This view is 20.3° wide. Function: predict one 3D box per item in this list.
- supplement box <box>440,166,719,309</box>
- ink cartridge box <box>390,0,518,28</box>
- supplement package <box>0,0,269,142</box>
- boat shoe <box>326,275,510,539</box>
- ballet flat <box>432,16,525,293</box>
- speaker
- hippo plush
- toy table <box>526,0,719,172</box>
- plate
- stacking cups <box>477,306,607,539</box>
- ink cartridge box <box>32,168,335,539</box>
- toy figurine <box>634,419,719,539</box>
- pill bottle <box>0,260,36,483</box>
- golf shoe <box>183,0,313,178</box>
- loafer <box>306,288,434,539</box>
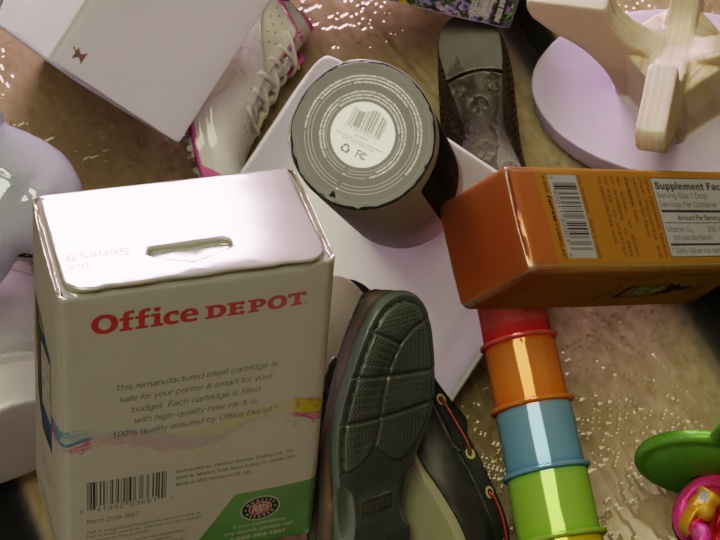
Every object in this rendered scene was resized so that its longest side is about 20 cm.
[{"bbox_3d":[0.145,-0.019,1.183,0.199,0.066,0.069,2,68,-39],"label":"supplement box"},{"bbox_3d":[0.010,-0.227,1.331,0.198,0.051,0.109,13,34,-6],"label":"ink cartridge box"},{"bbox_3d":[-0.172,-0.186,1.303,0.117,0.117,0.200,-56,41,1],"label":"supplement package"},{"bbox_3d":[0.024,0.097,1.190,0.073,0.063,0.203,-34,74,36],"label":"boat shoe"},{"bbox_3d":[0.076,-0.071,1.306,0.067,0.046,0.202,-6,67,7],"label":"ballet flat"},{"bbox_3d":[0.012,-0.062,1.145,0.080,0.200,0.082,-1,84,7],"label":"speaker"},{"bbox_3d":[-0.243,-0.066,1.198,0.200,0.159,0.161,-43,102,-19],"label":"hippo plush"},{"bbox_3d":[0.204,-0.135,1.273,0.198,0.117,0.186,-2,63,9],"label":"toy table"},{"bbox_3d":[0.000,0.000,1.256,0.199,0.032,0.201,35,88,14],"label":"plate"},{"bbox_3d":[0.105,0.101,1.179,0.060,0.061,0.202,-11,73,3],"label":"stacking cups"},{"bbox_3d":[-0.098,0.054,1.073,0.144,0.201,0.088,-8,42,-17],"label":"ink cartridge box"},{"bbox_3d":[0.234,0.181,1.093,0.198,0.150,0.186,-7,57,30],"label":"toy figurine"},{"bbox_3d":[-0.253,0.028,1.262,0.114,0.115,0.201,-27,62,-6],"label":"pill bottle"},{"bbox_3d":[-0.077,-0.139,1.345,0.090,0.075,0.202,-4,64,3],"label":"golf shoe"},{"bbox_3d":[-0.006,0.105,1.136,0.063,0.071,0.202,17,106,46],"label":"loafer"}]
